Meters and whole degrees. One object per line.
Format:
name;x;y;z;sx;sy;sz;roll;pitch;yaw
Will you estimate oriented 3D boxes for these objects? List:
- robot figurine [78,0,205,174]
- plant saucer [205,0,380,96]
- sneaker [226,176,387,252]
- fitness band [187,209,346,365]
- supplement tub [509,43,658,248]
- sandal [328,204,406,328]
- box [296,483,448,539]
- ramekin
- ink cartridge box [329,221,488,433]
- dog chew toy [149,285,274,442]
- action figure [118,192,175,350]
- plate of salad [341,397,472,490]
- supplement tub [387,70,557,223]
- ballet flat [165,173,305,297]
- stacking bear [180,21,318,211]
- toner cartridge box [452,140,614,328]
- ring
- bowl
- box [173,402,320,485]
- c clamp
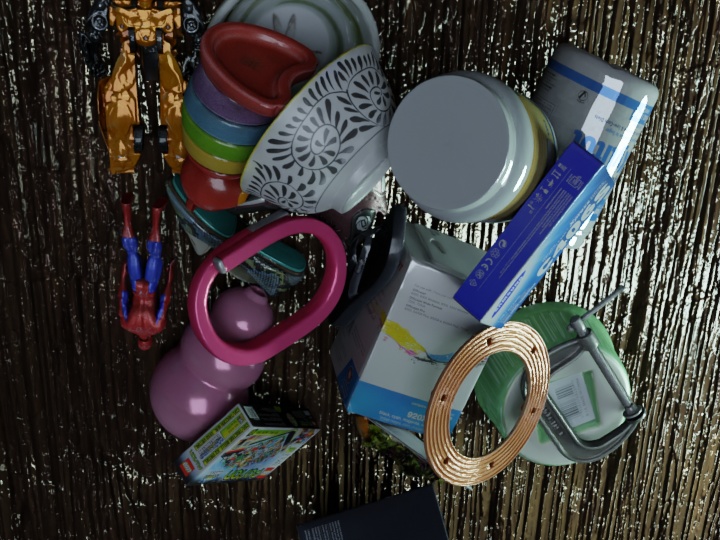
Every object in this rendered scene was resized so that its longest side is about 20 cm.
robot figurine;-0.232;-0.208;1.016;0.141;0.058;0.204;0;113;-8
plant saucer;-0.078;-0.239;1.012;0.195;0.051;0.203;-9;132;-10
sneaker;-0.056;-0.066;1.091;0.196;0.076;0.118;-14;116;-2
fitness band;-0.101;0.020;1.044;0.198;0.037;0.146;-32;121;-24
supplement tub;0.242;-0.144;1.068;0.129;0.132;0.203;18;109;-14
sandal;0.000;0.001;1.088;0.042;0.077;0.201;18;135;-18
box;0.025;0.362;1.202;0.178;0.201;0.106;-16;70;-1
ramekin;0.253;0.153;1.206;0.195;0.098;0.205;-3;112;-6
ink cartridge box;0.070;0.066;1.120;0.142;0.148;0.203;18;109;-16
dog chew toy;-0.171;0.107;1.116;0.123;0.125;0.202;28;106;-17
action figure;-0.257;0.008;1.106;0.064;0.052;0.204;6;116;-4
plate of salad;0.052;0.224;1.156;0.199;0.199;0.049;37;82;-19
supplement tub;0.116;-0.122;0.945;0.141;0.199;0.148;1;93;22
ballet flat;-0.158;-0.032;1.096;0.198;0.074;0.075;36;104;-16
stacking bear;-0.137;-0.144;0.971;0.112;0.122;0.202;28;133;0
toner cartridge box;0.184;-0.033;0.972;0.043;0.095;0.201;41;99;23
ring;0.145;0.153;1.070;0.197;0.019;0.205;-16;116;-35
bowl;-0.023;-0.123;0.953;0.094;0.201;0.201;43;102;6
box;-0.134;0.214;1.142;0.110;0.199;0.035;-42;69;9
c clamp;0.288;0.143;1.138;0.169;0.027;0.202;-29;112;5
